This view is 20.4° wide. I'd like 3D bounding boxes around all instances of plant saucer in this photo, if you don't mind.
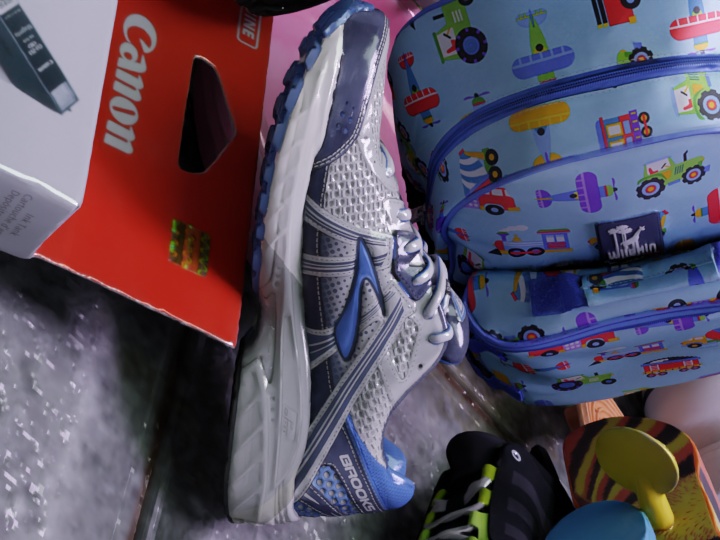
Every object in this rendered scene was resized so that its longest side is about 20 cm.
[{"bbox_3d":[-0.008,-0.051,0.887,0.200,0.051,0.202,37,41,-40],"label":"plant saucer"}]

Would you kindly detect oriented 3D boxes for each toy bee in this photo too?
[{"bbox_3d":[0.133,0.134,0.806,0.131,0.108,0.202,52,30,-49],"label":"toy bee"}]

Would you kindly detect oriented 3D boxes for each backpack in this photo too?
[{"bbox_3d":[0.102,-0.041,0.779,0.200,0.181,0.136,66,15,-69],"label":"backpack"}]

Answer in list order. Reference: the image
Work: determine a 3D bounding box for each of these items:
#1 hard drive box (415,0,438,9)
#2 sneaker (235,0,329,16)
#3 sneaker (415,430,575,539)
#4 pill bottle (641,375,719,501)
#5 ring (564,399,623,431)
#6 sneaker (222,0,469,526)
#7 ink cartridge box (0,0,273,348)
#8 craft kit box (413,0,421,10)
[{"bbox_3d":[0.020,-0.237,0.978,0.200,0.077,0.156,49,31,1],"label":"hard drive box"},{"bbox_3d":[-0.045,-0.176,0.730,0.201,0.073,0.080,79,-8,-62],"label":"sneaker"},{"bbox_3d":[0.042,0.112,0.841,0.200,0.071,0.084,0,74,-69],"label":"sneaker"},{"bbox_3d":[0.209,0.043,1.110,0.111,0.110,0.202,33,44,-44],"label":"pill bottle"},{"bbox_3d":[0.143,0.148,0.983,0.201,0.019,0.201,-90,154,-59],"label":"ring"},{"bbox_3d":[0.000,0.000,0.745,0.077,0.084,0.202,-96,-167,-72],"label":"sneaker"},{"bbox_3d":[-0.100,-0.090,0.725,0.172,0.044,0.201,24,48,-24],"label":"ink cartridge box"},{"bbox_3d":[0.134,-0.059,1.026,0.196,0.048,0.202,-13,75,-33],"label":"craft kit box"}]
